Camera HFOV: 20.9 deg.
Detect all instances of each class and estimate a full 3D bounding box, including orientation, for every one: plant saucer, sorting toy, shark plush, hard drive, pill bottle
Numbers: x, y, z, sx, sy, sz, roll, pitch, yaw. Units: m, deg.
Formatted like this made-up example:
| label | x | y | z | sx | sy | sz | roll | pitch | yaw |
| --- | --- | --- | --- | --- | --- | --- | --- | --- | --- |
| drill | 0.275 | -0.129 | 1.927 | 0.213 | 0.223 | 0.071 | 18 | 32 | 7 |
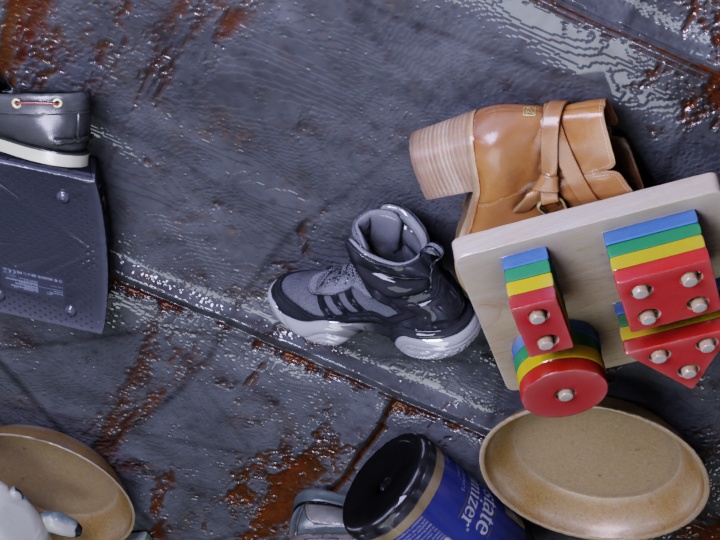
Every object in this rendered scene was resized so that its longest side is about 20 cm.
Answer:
| label | x | y | z | sx | sy | sz | roll | pitch | yaw |
| --- | --- | --- | --- | --- | --- | --- | --- | --- | --- |
| plant saucer | -0.315 | 0.210 | 1.935 | 0.199 | 0.036 | 0.201 | 9 | 140 | 8 |
| sorting toy | 0.191 | 0.034 | 1.470 | 0.199 | 0.070 | 0.199 | -15 | 144 | 9 |
| plant saucer | 0.205 | 0.165 | 1.699 | 0.199 | 0.036 | 0.201 | 10 | 141 | 8 |
| shark plush | -0.370 | 0.240 | 1.913 | 0.200 | 0.091 | 0.083 | 43 | 164 | -35 |
| hard drive | -0.272 | -0.032 | 1.630 | 0.134 | 0.042 | 0.200 | 12 | 141 | 4 |
| pill bottle | 0.087 | 0.248 | 1.775 | 0.200 | 0.112 | 0.112 | 41 | 135 | -21 |

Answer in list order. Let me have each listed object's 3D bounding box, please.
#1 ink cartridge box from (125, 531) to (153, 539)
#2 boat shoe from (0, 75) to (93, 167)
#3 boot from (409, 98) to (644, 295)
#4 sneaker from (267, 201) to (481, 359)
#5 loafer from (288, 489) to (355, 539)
| label | x | y | z | sx | sy | sz | roll | pitch | yaw |
| --- | --- | --- | --- | --- | --- | --- | --- | --- | --- |
| ink cartridge box | -0.304 | 0.337 | 2.028 | 0.199 | 0.104 | 0.059 | -8 | 135 | 26 |
| boat shoe | -0.297 | -0.130 | 1.511 | 0.201 | 0.074 | 0.063 | 13 | 103 | 20 |
| boot | 0.139 | -0.045 | 1.459 | 0.154 | 0.074 | 0.200 | -10 | 139 | 21 |
| sneaker | 0.000 | 0.000 | 1.547 | 0.199 | 0.076 | 0.114 | 10 | 132 | 36 |
| loafer | 0.028 | 0.266 | 1.867 | 0.199 | 0.063 | 0.072 | 12 | 141 | 4 |
